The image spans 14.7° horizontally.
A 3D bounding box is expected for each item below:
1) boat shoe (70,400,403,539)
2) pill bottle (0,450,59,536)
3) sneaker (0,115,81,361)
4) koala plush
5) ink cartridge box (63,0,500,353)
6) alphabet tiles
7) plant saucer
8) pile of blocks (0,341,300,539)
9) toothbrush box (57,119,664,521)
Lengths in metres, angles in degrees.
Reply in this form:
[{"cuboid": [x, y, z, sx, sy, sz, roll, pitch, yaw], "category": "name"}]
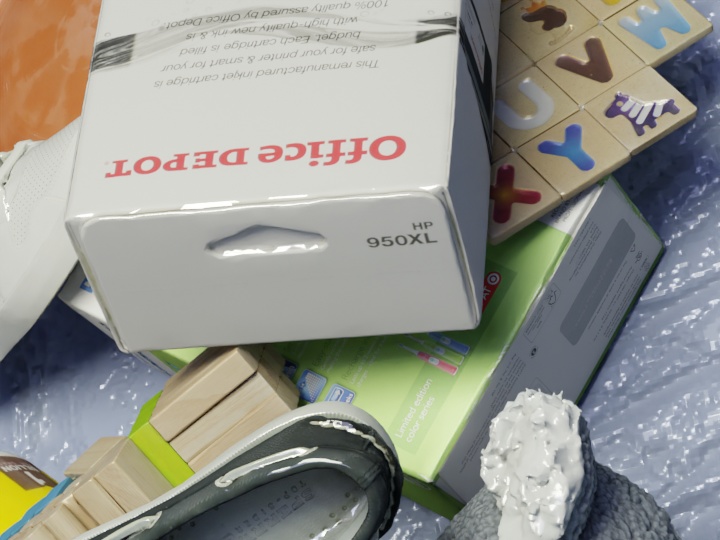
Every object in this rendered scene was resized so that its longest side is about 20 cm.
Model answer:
[{"cuboid": [-0.072, 0.119, 0.989, 0.200, 0.060, 0.076, -43, 97, 9], "category": "boat shoe"}, {"cuboid": [-0.109, 0.164, 1.133, 0.200, 0.109, 0.109, 33, 86, 31], "category": "pill bottle"}, {"cuboid": [-0.176, -0.026, 1.185, 0.200, 0.116, 0.074, -45, 13, 44], "category": "sneaker"}, {"cuboid": [0.066, 0.157, 1.023, 0.184, 0.177, 0.200, 3, 62, 29], "category": "koala plush"}, {"cuboid": [-0.024, -0.072, 1.081, 0.145, 0.084, 0.200, -5, 49, 12], "category": "ink cartridge box"}, {"cuboid": [0.039, -0.093, 1.143, 0.166, 0.006, 0.200, -32, 50, -12], "category": "alphabet tiles"}, {"cuboid": [-0.126, -0.113, 1.271, 0.200, 0.032, 0.200, -23, 52, 34], "category": "plant saucer"}, {"cuboid": [-0.093, 0.106, 1.079, 0.200, 0.082, 0.062, -42, 98, -12], "category": "pile of blocks"}, {"cuboid": [0.000, 0.000, 1.161, 0.200, 0.086, 0.146, 24, 79, 29], "category": "toothbrush box"}]
